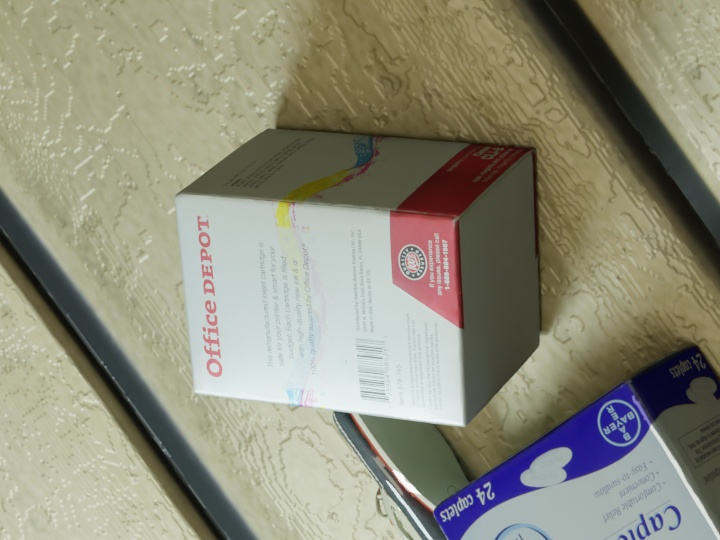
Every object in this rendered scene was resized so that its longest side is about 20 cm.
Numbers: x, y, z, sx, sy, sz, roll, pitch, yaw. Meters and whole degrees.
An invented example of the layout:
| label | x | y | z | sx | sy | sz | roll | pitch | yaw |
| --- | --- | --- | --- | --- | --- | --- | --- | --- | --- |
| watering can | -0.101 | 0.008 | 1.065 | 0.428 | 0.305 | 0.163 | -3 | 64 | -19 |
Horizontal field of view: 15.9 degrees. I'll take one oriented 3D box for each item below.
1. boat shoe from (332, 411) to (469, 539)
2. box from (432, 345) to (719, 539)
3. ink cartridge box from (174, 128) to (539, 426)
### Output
| label | x | y | z | sx | sy | sz | roll | pitch | yaw |
| --- | --- | --- | --- | --- | --- | --- | --- | --- | --- |
| boat shoe | 0.046 | 0.163 | 1.779 | 0.200 | 0.071 | 0.063 | 48 | 125 | -4 |
| box | 0.182 | 0.186 | 1.681 | 0.184 | 0.105 | 0.201 | -37 | 81 | 32 |
| ink cartridge box | 0.000 | 0.000 | 1.686 | 0.199 | 0.145 | 0.146 | 6 | 113 | 22 |
